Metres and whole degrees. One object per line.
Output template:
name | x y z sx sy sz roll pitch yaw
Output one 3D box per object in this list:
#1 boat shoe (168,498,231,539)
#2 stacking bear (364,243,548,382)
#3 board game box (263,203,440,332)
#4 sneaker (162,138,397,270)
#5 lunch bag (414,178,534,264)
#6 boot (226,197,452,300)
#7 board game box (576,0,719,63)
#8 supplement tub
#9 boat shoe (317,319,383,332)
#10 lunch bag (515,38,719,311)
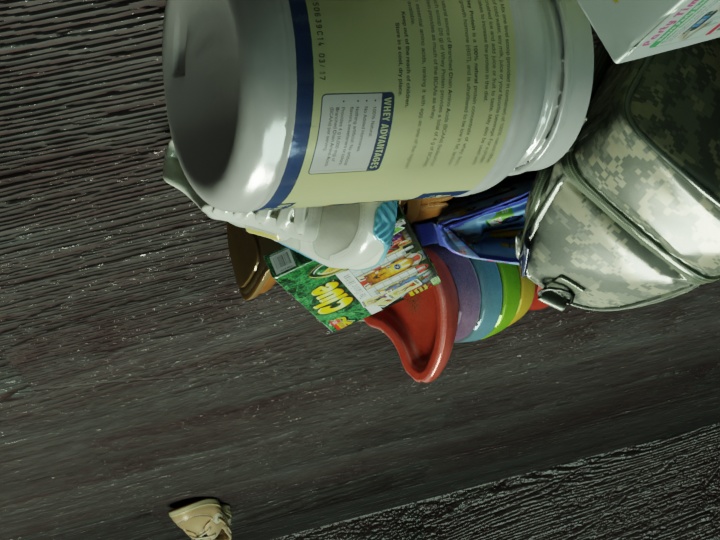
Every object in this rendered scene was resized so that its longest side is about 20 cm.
boat shoe | -0.262 0.430 2.120 0.071 0.065 0.200 -19 161 12
stacking bear | 0.116 0.011 1.162 0.200 0.121 0.114 -13 139 -37
board game box | 0.000 0.000 0.967 0.105 0.023 0.200 -23 163 6
sneaker | -0.051 -0.047 0.784 0.081 0.077 0.200 2 -168 -37
lunch bag | 0.145 -0.038 1.024 0.200 0.094 0.151 -7 -172 2
boot | -0.017 -0.045 0.969 0.155 0.077 0.200 -11 154 -25
board game box | 0.209 -0.172 0.568 0.200 0.064 0.148 -20 166 -38
supplement tub | 0.008 -0.109 0.668 0.200 0.145 0.145 -6 159 -26
boat shoe | 0.046 0.030 1.225 0.202 0.060 0.072 -7 160 -23
lunch bag | 0.195 -0.077 0.818 0.139 0.200 0.168 35 146 -6
